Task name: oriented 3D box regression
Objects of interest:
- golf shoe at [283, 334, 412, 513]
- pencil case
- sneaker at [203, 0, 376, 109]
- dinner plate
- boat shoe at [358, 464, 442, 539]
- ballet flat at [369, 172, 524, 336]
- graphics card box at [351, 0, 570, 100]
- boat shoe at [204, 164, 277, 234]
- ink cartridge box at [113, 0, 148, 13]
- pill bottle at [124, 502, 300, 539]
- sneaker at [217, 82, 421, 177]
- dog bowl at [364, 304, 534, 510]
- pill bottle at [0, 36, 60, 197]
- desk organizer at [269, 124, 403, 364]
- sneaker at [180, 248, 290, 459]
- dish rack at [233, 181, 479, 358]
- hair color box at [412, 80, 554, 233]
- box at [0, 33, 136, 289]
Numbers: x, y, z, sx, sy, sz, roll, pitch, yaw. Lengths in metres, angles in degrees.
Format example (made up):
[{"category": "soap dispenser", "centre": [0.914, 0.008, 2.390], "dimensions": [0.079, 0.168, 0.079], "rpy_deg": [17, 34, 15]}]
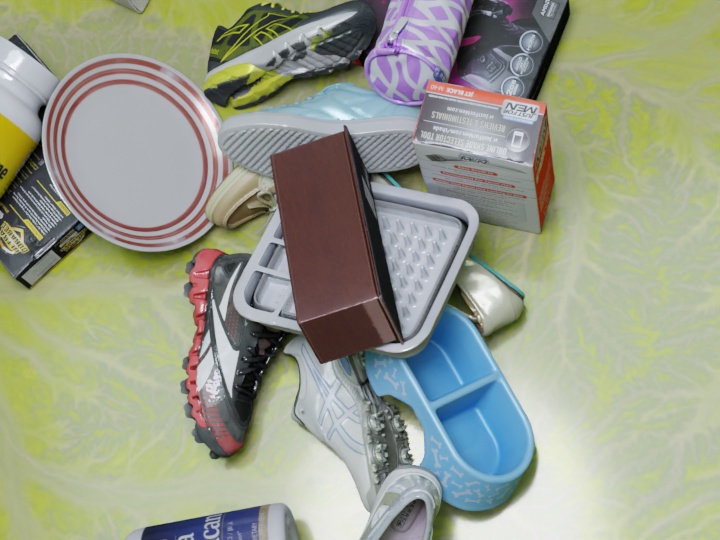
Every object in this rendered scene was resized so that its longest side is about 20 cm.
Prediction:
[{"category": "golf shoe", "centre": [-0.014, 0.141, 1.708], "dimensions": [0.097, 0.078, 0.202], "rpy_deg": [-21, 69, 23]}, {"category": "pencil case", "centre": [0.059, -0.247, 1.702], "dimensions": [0.083, 0.086, 0.201], "rpy_deg": [-8, 50, 32]}, {"category": "sneaker", "centre": [-0.075, -0.229, 1.775], "dimensions": [0.199, 0.074, 0.085], "rpy_deg": [-19, 64, 27]}, {"category": "dinner plate", "centre": [-0.215, -0.112, 1.769], "dimensions": [0.198, 0.024, 0.202], "rpy_deg": [12, 66, -29]}, {"category": "boat shoe", "centre": [0.020, 0.272, 1.629], "dimensions": [0.074, 0.065, 0.203], "rpy_deg": [22, 105, -4]}, {"category": "ballet flat", "centre": [0.066, -0.013, 1.728], "dimensions": [0.200, 0.070, 0.070], "rpy_deg": [42, 84, 16]}, {"category": "graphics card box", "centre": [0.092, -0.235, 1.790], "dimensions": [0.198, 0.051, 0.126], "rpy_deg": [22, 79, 12]}, {"category": "boat shoe", "centre": [-0.057, -0.094, 1.762], "dimensions": [0.199, 0.073, 0.063], "rpy_deg": [-34, 74, -3]}, {"category": "ink cartridge box", "centre": [-0.277, -0.370, 1.860], "dimensions": [0.199, 0.083, 0.147], "rpy_deg": [27, 80, 14]}, {"category": "pill bottle", "centre": [-0.153, 0.281, 1.658], "dimensions": [0.198, 0.111, 0.112], "rpy_deg": [-11, 74, 5]}, {"category": "sneaker", "centre": [-0.034, -0.136, 1.719], "dimensions": [0.198, 0.074, 0.082], "rpy_deg": [2, 47, -4]}, {"category": "dog bowl", "centre": [0.085, 0.117, 1.668], "dimensions": [0.111, 0.050, 0.201], "rpy_deg": [-22, 75, -33]}, {"category": "pill bottle", "centre": [-0.374, -0.120, 1.744], "dimensions": [0.112, 0.112, 0.201], "rpy_deg": [32, 83, 14]}, {"category": "desk organizer", "centre": [-0.023, -0.023, 1.624], "dimensions": [0.076, 0.072, 0.201], "rpy_deg": [-17, 51, 8]}, {"category": "sneaker", "centre": [-0.114, 0.074, 1.720], "dimensions": [0.097, 0.071, 0.203], "rpy_deg": [-7, 73, 25]}, {"category": "dish rack", "centre": [0.000, 0.000, 1.671], "dimensions": [0.198, 0.044, 0.173], "rpy_deg": [12, 58, 26]}, {"category": "hair color box", "centre": [0.115, -0.100, 1.673], "dimensions": [0.110, 0.200, 0.065], "rpy_deg": [12, 77, 10]}, {"category": "box", "centre": [-0.335, -0.110, 1.819], "dimensions": [0.160, 0.049, 0.200], "rpy_deg": [-43, 74, -1]}]
